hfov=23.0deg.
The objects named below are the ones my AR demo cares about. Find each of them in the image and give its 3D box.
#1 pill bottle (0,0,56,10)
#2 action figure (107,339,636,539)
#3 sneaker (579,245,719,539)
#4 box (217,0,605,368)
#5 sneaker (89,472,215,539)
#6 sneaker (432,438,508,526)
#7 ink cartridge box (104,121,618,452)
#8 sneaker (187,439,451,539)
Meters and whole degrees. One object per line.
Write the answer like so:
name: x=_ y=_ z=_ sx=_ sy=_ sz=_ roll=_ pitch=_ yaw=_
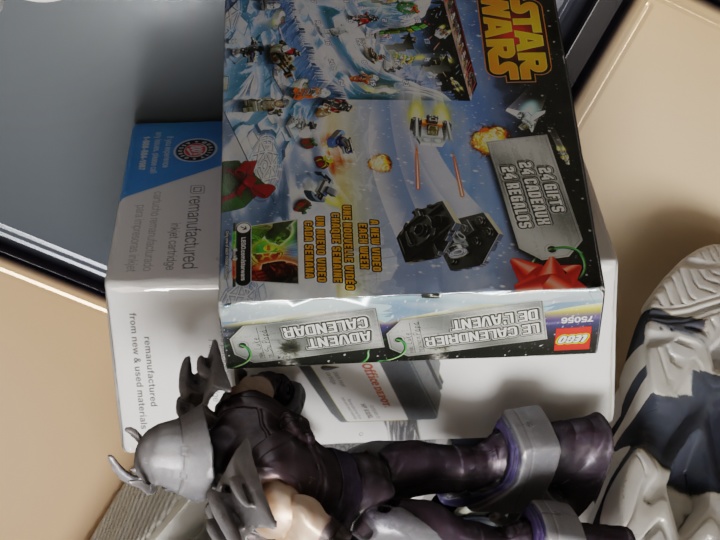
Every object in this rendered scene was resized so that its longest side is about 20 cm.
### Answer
pill bottle: x=-0.113 y=-0.173 z=0.663 sx=0.200 sy=0.112 sz=0.111 roll=-37 pitch=114 yaw=17
action figure: x=0.003 y=0.085 z=0.641 sx=0.199 sy=0.131 sz=0.070 roll=12 pitch=127 yaw=-23
sneaker: x=0.132 y=0.088 z=0.788 sx=0.079 sy=0.200 sz=0.130 roll=24 pitch=139 yaw=-6
box: x=0.015 y=-0.053 z=0.686 sx=0.136 sy=0.201 sz=0.040 roll=-2 pitch=138 yaw=0
sneaker: x=-0.092 y=0.153 z=0.877 sx=0.082 sy=0.074 sz=0.200 roll=25 pitch=126 yaw=-20
sneaker: x=0.059 y=0.145 z=0.867 sx=0.199 sy=0.080 sz=0.130 roll=39 pitch=121 yaw=-10
ink cartridge box: x=0.000 y=0.000 z=0.746 sx=0.198 sy=0.145 sz=0.084 roll=-2 pitch=119 yaw=-1
sneaker: x=-0.026 y=0.120 z=0.796 sx=0.200 sy=0.075 sz=0.082 roll=-43 pitch=151 yaw=28
